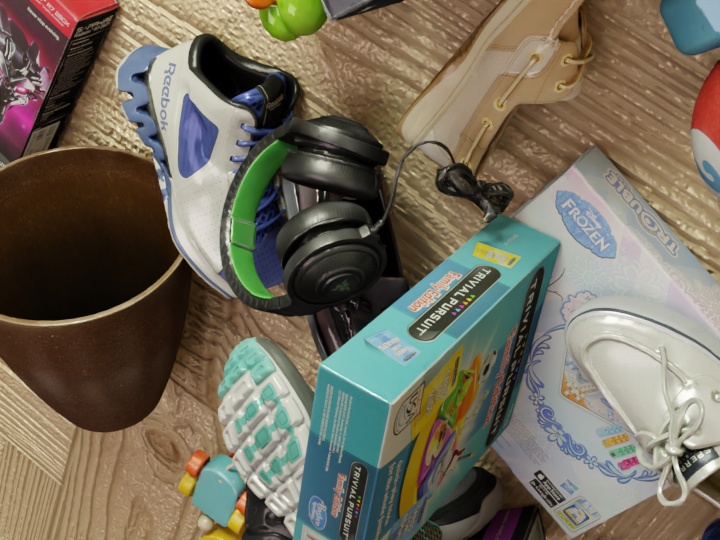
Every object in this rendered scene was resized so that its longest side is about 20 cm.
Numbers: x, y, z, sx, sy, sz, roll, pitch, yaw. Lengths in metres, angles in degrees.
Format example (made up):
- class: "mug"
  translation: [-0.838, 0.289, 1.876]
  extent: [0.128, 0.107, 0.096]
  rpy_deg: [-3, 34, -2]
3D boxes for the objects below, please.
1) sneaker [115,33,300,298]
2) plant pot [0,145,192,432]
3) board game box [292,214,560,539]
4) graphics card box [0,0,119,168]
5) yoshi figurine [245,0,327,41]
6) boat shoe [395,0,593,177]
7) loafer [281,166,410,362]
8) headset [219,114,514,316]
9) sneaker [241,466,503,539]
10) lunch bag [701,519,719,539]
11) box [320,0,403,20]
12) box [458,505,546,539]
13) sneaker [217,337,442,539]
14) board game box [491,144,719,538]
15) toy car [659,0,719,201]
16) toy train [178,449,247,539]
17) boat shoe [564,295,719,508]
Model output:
- class: "sneaker"
  translation: [-0.089, -0.081, 0.806]
  extent: [0.115, 0.081, 0.200]
  rpy_deg: [-17, 103, 42]
- class: "plant pot"
  translation: [-0.218, 0.036, 0.916]
  extent: [0.186, 0.187, 0.200]
  rpy_deg: [26, 142, 21]
- class: "board game box"
  translation: [0.041, 0.075, 0.664]
  extent: [0.047, 0.200, 0.151]
  rpy_deg: [26, 128, 23]
- class: "graphics card box"
  translation: [-0.280, -0.177, 0.908]
  extent: [0.125, 0.051, 0.200]
  rpy_deg: [45, 133, 5]
- class: "yoshi figurine"
  translation: [-0.038, -0.242, 0.688]
  extent: [0.111, 0.112, 0.201]
  rpy_deg: [-9, 98, -4]
- class: "boat shoe"
  translation: [0.100, -0.125, 0.658]
  extent: [0.069, 0.074, 0.200]
  rpy_deg: [42, 137, -2]
- class: "loafer"
  translation: [0.000, 0.000, 0.763]
  extent: [0.063, 0.072, 0.201]
  rpy_deg: [-27, 74, 40]
- class: "headset"
  translation: [-0.006, -0.036, 0.714]
  extent: [0.200, 0.094, 0.124]
  rpy_deg: [-13, 70, 44]
- class: "sneaker"
  translation: [0.007, 0.145, 0.818]
  extent: [0.075, 0.199, 0.114]
  rpy_deg: [-152, 53, -73]
- class: "lunch bag"
  translation: [0.281, 0.264, 0.705]
  extent: [0.136, 0.132, 0.200]
  rpy_deg: [-24, 99, 42]
- class: "box"
  translation: [0.045, -0.255, 0.547]
  extent: [0.199, 0.123, 0.199]
  rpy_deg: [-21, 98, 24]
- class: "box"
  translation: [0.025, 0.224, 0.820]
  extent: [0.199, 0.143, 0.036]
  rpy_deg: [-11, 99, 20]
- class: "sneaker"
  translation: [-0.018, 0.129, 0.748]
  extent: [0.078, 0.091, 0.200]
  rpy_deg: [-35, 83, 38]
- class: "board game box"
  translation: [0.146, 0.055, 0.741]
  extent: [0.200, 0.043, 0.199]
  rpy_deg: [49, 133, 2]
- class: "toy car"
  translation: [0.218, -0.057, 0.520]
  extent: [0.177, 0.200, 0.185]
  rpy_deg: [-20, 102, 41]
- class: "toy train"
  translation: [-0.078, 0.232, 0.999]
  extent: [0.150, 0.056, 0.201]
  rpy_deg: [-1, 117, 35]
- class: "boat shoe"
  translation: [0.192, 0.098, 0.646]
  extent: [0.202, 0.086, 0.075]
  rpy_deg: [40, 130, 9]
